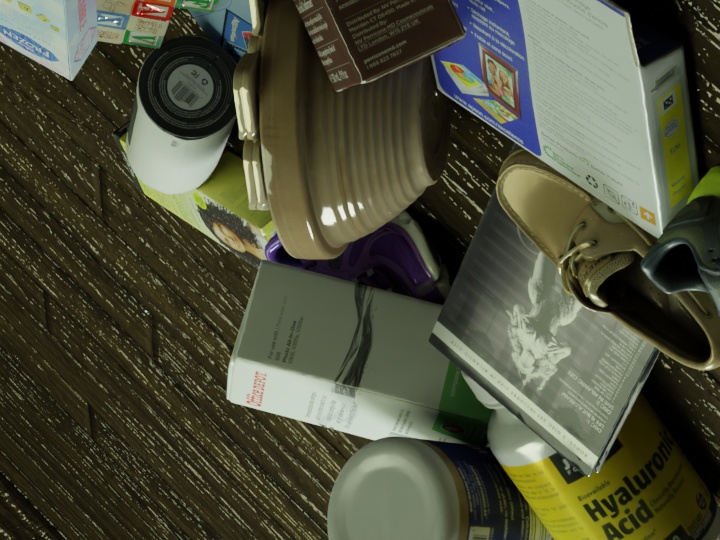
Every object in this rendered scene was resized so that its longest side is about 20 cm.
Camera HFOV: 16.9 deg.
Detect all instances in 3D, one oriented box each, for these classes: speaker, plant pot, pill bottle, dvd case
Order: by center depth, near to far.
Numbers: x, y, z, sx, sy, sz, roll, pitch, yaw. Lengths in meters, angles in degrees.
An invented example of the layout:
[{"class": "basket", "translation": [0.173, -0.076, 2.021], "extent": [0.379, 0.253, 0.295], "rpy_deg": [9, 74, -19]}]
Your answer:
[{"class": "plant pot", "translation": [0.004, -0.107, 1.545], "extent": [0.092, 0.202, 0.201], "rpy_deg": [0, 143, 13]}, {"class": "dvd case", "translation": [0.131, 0.017, 1.559], "extent": [0.149, 0.016, 0.201], "rpy_deg": [40, 131, 22]}, {"class": "pill bottle", "translation": [0.157, 0.126, 1.690], "extent": [0.200, 0.111, 0.111], "rpy_deg": [54, 160, -15]}, {"class": "pill bottle", "translation": [0.079, 0.184, 1.750], "extent": [0.116, 0.116, 0.200], "rpy_deg": [32, -167, 39]}, {"class": "speaker", "translation": [-0.138, -0.117, 1.880], "extent": [0.081, 0.081, 0.200], "rpy_deg": [48, 168, 2]}]

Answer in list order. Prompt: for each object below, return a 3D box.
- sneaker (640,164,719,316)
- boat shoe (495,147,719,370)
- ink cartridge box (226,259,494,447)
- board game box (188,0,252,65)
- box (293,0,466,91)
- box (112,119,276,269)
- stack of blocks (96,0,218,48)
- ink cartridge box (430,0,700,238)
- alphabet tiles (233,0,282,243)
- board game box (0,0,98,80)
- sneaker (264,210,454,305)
[{"class": "sneaker", "translation": [0.234, -0.003, 1.332], "extent": [0.074, 0.081, 0.200], "rpy_deg": [56, 159, -22]}, {"class": "boat shoe", "translation": [0.154, -0.010, 1.466], "extent": [0.200, 0.064, 0.072], "rpy_deg": [34, 129, 27]}, {"class": "ink cartridge box", "translation": [0.007, 0.070, 1.796], "extent": [0.199, 0.084, 0.146], "rpy_deg": [15, 164, -1]}, {"class": "board game box", "translation": [-0.064, -0.177, 1.733], "extent": [0.103, 0.019, 0.200], "rpy_deg": [56, 159, -15]}, {"class": "box", "translation": [-0.018, -0.209, 1.409], "extent": [0.100, 0.075, 0.201], "rpy_deg": [-176, 62, -81]}, {"class": "box", "translation": [-0.121, -0.066, 2.015], "extent": [0.200, 0.050, 0.075], "rpy_deg": [32, 155, 40]}, {"class": "stack of blocks", "translation": [-0.153, -0.220, 1.693], "extent": [0.115, 0.059, 0.200], "rpy_deg": [8, 163, -10]}, {"class": "ink cartridge box", "translation": [0.109, -0.136, 1.409], "extent": [0.197, 0.047, 0.200], "rpy_deg": [38, 157, 33]}, {"class": "alphabet tiles", "translation": [-0.048, -0.128, 1.550], "extent": [0.015, 0.200, 0.196], "rpy_deg": [1, 122, 13]}, {"class": "board game box", "translation": [-0.272, -0.230, 1.633], "extent": [0.199, 0.041, 0.200], "rpy_deg": [30, 160, 5]}, {"class": "sneaker", "translation": [0.000, 0.000, 1.833], "extent": [0.200, 0.083, 0.081], "rpy_deg": [18, 145, 54]}]
